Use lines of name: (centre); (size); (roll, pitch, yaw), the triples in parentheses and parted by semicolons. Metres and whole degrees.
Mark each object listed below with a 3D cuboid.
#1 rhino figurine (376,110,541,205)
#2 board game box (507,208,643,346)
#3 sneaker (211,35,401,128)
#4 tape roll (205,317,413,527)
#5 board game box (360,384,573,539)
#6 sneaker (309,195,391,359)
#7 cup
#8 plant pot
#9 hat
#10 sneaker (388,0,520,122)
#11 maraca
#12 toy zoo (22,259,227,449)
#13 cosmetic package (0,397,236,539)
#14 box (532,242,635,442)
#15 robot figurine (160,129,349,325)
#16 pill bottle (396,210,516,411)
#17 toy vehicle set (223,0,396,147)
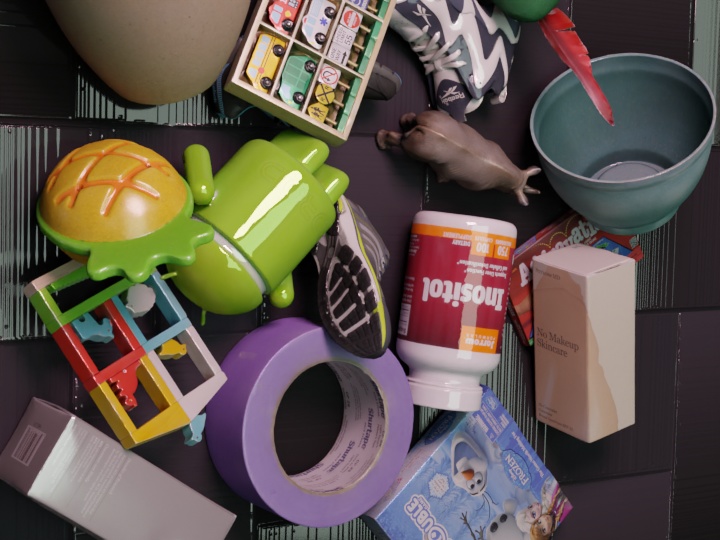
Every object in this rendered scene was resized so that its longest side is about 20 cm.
rhino figurine: (0.119, -0.116, 1.468); (0.199, 0.087, 0.060); (24, 82, -32)
board game box: (0.243, -0.009, 1.599); (0.200, 0.019, 0.103); (-35, 111, -25)
sneaker: (-0.056, -0.181, 1.366); (0.199, 0.073, 0.083); (4, 96, -23)
tape roll: (-0.050, 0.151, 1.387); (0.199, 0.085, 0.202); (-3, 95, -32)
board game box: (0.121, 0.265, 1.532); (0.199, 0.043, 0.200); (-46, 116, -19)
sneaker: (0.000, 0.000, 1.367); (0.081, 0.074, 0.201); (19, 45, -43)
cup: (-0.183, -0.235, 1.221); (0.200, 0.200, 0.144); (-29, 138, -27)
plant pot: (0.297, -0.125, 1.537); (0.200, 0.200, 0.135); (-43, 141, -22)
hat: (0.159, -0.265, 1.426); (0.165, 0.199, 0.177); (8, 97, -45)
sneaker: (0.085, -0.223, 1.441); (0.198, 0.079, 0.131); (6, 83, -43)
maraca: (-0.208, -0.048, 1.205); (0.136, 0.200, 0.108); (-23, 129, -19)
toy zoo: (-0.203, 0.073, 1.253); (0.131, 0.020, 0.201); (-33, 91, -48)
cosmetic package: (-0.225, 0.207, 1.267); (0.200, 0.107, 0.091); (36, 75, -32)
box: (0.252, 0.079, 1.551); (0.077, 0.095, 0.201); (-17, 112, -33)
robot figurine: (-0.104, -0.042, 1.311); (0.200, 0.115, 0.176); (-49, 132, -14)
pill bottle: (0.098, 0.043, 1.455); (0.112, 0.113, 0.201); (7, 91, -33)
toy vehicle set: (-0.040, -0.234, 1.318); (0.124, 0.026, 0.201); (25, 70, -18)
